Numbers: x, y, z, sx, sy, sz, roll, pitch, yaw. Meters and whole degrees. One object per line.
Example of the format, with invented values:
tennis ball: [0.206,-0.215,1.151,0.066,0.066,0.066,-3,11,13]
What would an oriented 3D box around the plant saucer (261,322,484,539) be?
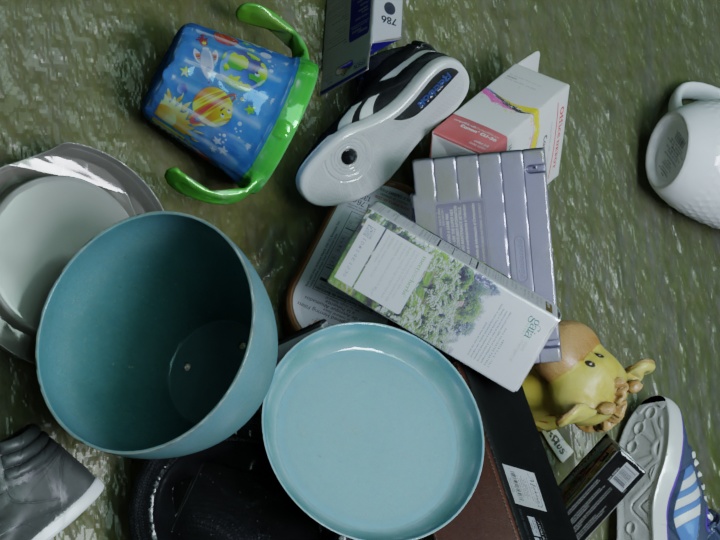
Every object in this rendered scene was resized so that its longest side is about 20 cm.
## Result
plant saucer: [0.009,0.141,1.357,0.199,0.027,0.201,8,62,-14]

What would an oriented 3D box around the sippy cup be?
sippy cup: [-0.126,-0.158,1.452,0.130,0.140,0.178,25,29,-12]

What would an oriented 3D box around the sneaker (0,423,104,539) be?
sneaker: [-0.312,0.206,1.302,0.099,0.071,0.200,53,54,-9]

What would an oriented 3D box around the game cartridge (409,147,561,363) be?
game cartridge: [0.116,-0.010,1.475,0.129,0.038,0.201,-4,97,10]

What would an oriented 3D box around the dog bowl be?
dog bowl: [-0.263,-0.009,1.376,0.199,0.059,0.201,6,78,-30]

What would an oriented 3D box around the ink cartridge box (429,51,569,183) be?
ink cartridge box: [0.148,-0.126,1.586,0.200,0.067,0.117,-41,146,-40]

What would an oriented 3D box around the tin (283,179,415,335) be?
tin: [0.000,0.000,1.512,0.112,0.042,0.200,21,66,12]

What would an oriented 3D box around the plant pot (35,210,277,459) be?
plant pot: [-0.147,0.068,1.306,0.135,0.199,0.201,39,57,-59]

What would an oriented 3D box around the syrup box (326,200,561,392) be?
syrup box: [0.076,0.022,1.426,0.200,0.081,0.079,30,99,1]

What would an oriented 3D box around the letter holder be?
letter holder: [0.095,0.207,1.438,0.100,0.142,0.201,21,43,-48]

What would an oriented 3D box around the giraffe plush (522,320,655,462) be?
giraffe plush: [0.189,0.111,1.553,0.200,0.162,0.173,38,64,-18]

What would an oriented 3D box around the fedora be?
fedora: [-0.099,0.218,1.387,0.200,0.092,0.201,0,82,1]

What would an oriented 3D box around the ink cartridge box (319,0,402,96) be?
ink cartridge box: [0.003,-0.274,1.560,0.039,0.099,0.201,12,75,-29]

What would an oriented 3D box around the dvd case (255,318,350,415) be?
dvd case: [-0.048,0.160,1.431,0.201,0.142,0.018,63,20,-5]

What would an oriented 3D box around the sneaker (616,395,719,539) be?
sneaker: [0.344,0.247,1.673,0.146,0.080,0.201,22,66,-34]

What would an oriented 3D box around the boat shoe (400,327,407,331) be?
boat shoe: [0.099,-0.005,1.580,0.200,0.072,0.068,-27,73,-22]

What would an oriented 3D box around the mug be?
mug: [0.407,-0.135,1.755,0.175,0.148,0.200,10,45,-21]

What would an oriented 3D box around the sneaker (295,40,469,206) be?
sneaker: [0.006,-0.145,1.547,0.200,0.112,0.073,-38,124,-8]

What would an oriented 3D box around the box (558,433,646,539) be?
box: [0.187,0.247,1.506,0.035,0.110,0.200,42,92,0]
